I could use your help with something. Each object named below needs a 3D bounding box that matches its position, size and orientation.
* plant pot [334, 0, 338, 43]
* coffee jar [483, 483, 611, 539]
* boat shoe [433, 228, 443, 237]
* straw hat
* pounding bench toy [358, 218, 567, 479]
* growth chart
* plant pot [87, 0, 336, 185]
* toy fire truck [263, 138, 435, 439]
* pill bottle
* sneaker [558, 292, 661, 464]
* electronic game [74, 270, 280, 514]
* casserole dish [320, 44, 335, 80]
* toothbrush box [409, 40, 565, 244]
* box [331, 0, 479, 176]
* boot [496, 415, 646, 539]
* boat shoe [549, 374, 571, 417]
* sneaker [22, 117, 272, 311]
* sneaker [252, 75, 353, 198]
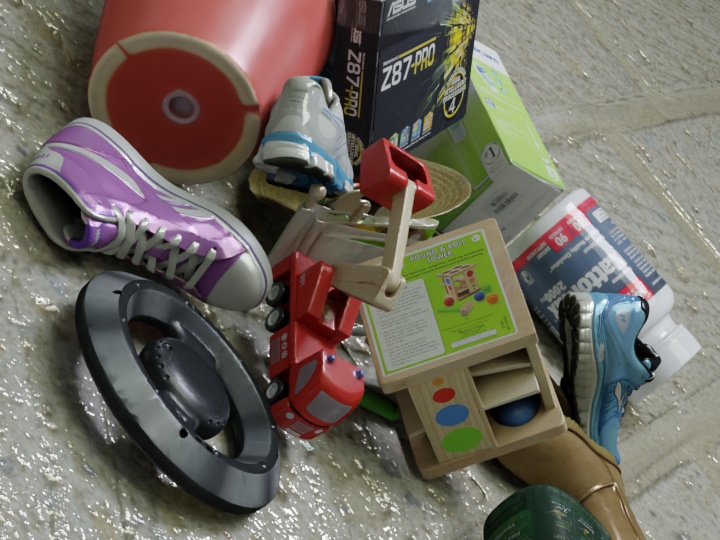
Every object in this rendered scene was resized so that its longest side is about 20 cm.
[{"bbox_3d":[-0.066,-0.302,1.796,0.201,0.200,0.183,-89,168,-58],"label":"plant pot"},{"bbox_3d":[0.146,0.260,1.561,0.104,0.085,0.200,42,23,-19],"label":"coffee jar"},{"bbox_3d":[0.096,0.011,1.887,0.200,0.065,0.073,31,27,-34],"label":"boat shoe"},{"bbox_3d":[-0.002,-0.036,1.755,0.201,0.085,0.201,2,21,-1],"label":"straw hat"},{"bbox_3d":[0.045,0.081,1.641,0.156,0.200,0.124,68,4,-49],"label":"pounding bench toy"},{"bbox_3d":[0.000,0.000,1.654,0.200,0.145,0.018,19,29,-44],"label":"growth chart"},{"bbox_3d":[-0.129,-0.175,1.668,0.200,0.200,0.177,40,34,-16],"label":"plant pot"},{"bbox_3d":[-0.008,0.014,1.533,0.049,0.141,0.200,30,43,-34],"label":"toy fire truck"},{"bbox_3d":[0.240,0.029,2.033,0.200,0.120,0.120,49,24,5],"label":"pill bottle"},{"bbox_3d":[0.230,0.104,1.846,0.078,0.090,0.200,-107,-170,-51],"label":"sneaker"},{"bbox_3d":[-0.125,0.084,1.432,0.200,0.042,0.200,45,19,-20],"label":"electronic game"},{"bbox_3d":[-0.028,-0.193,1.933,0.121,0.039,0.200,43,-11,-19],"label":"casserole dish"},{"bbox_3d":[0.089,-0.113,1.970,0.086,0.146,0.200,24,33,-40],"label":"toothbrush box"},{"bbox_3d":[0.040,-0.187,1.798,0.049,0.162,0.200,16,26,25],"label":"box"},{"bbox_3d":[0.202,0.225,1.735,0.175,0.066,0.200,24,34,-41],"label":"boot"},{"bbox_3d":[0.111,0.069,1.828,0.200,0.073,0.063,50,14,-21],"label":"boat shoe"},{"bbox_3d":[-0.163,-0.021,1.510,0.200,0.073,0.114,35,28,-2],"label":"sneaker"},{"bbox_3d":[-0.037,-0.107,1.626,0.075,0.087,0.200,9,-6,3],"label":"sneaker"}]
